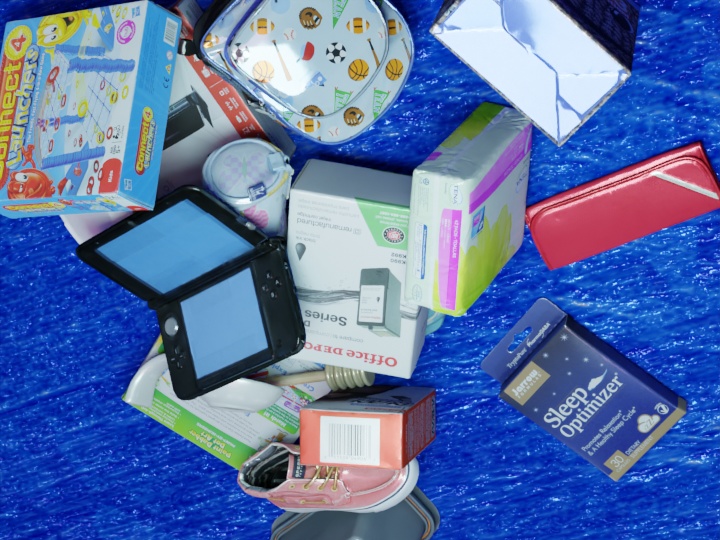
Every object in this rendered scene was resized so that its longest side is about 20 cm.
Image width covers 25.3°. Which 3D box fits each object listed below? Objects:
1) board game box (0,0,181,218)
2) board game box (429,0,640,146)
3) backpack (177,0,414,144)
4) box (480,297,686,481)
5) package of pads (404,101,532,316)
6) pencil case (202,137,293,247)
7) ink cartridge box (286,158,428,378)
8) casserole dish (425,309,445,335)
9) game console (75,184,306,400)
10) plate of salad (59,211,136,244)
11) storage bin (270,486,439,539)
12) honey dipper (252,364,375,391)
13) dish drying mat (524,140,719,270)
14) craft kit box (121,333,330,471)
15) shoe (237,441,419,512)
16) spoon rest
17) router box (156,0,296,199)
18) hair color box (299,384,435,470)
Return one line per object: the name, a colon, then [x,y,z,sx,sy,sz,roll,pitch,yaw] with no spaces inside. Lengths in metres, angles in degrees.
board game box: [-0.282,-0.158,1.600,0.195,0.056,0.201,-2,74,33]
board game box: [0.166,-0.232,1.480,0.159,0.200,0.097,40,117,-9]
backpack: [-0.043,-0.222,1.557,0.190,0.154,0.200,38,100,-24]
box: [0.239,0.131,1.745,0.200,0.032,0.121,36,119,-5]
package of pads: [0.110,-0.059,1.580,0.068,0.200,0.155,13,120,21]
pencil case: [-0.111,-0.049,1.664,0.091,0.083,0.200,-25,147,-16]
ink cartridge box: [0.000,0.000,1.660,0.146,0.084,0.201,9,119,9]
casserole dish: [0.020,-0.003,1.724,0.121,0.039,0.200,-26,109,24]
game console: [-0.173,0.027,1.610,0.200,0.118,0.171,-25,72,40]
plate of salad: [-0.278,-0.069,1.713,0.200,0.048,0.200,39,152,25]
storage bin: [-0.015,0.339,1.851,0.200,0.134,0.146,-36,104,27]
honey dipper: [-0.082,0.122,1.768,0.199,0.038,0.038,-10,114,22]
dish drying mat: [0.269,-0.064,1.646,0.200,0.018,0.077,-22,111,22]
craft kit box: [-0.142,0.121,1.822,0.200,0.049,0.198,32,116,-4]
shoe: [-0.039,0.227,1.769,0.200,0.072,0.091,-13,154,35]
spoon rest: [-0.171,0.121,1.745,0.200,0.099,0.061,-2,77,36]
router box: [-0.196,-0.160,1.688,0.179,0.049,0.200,-28,107,24]
hair color box: [0.011,0.165,1.715,0.111,0.200,0.064,1,92,12]
